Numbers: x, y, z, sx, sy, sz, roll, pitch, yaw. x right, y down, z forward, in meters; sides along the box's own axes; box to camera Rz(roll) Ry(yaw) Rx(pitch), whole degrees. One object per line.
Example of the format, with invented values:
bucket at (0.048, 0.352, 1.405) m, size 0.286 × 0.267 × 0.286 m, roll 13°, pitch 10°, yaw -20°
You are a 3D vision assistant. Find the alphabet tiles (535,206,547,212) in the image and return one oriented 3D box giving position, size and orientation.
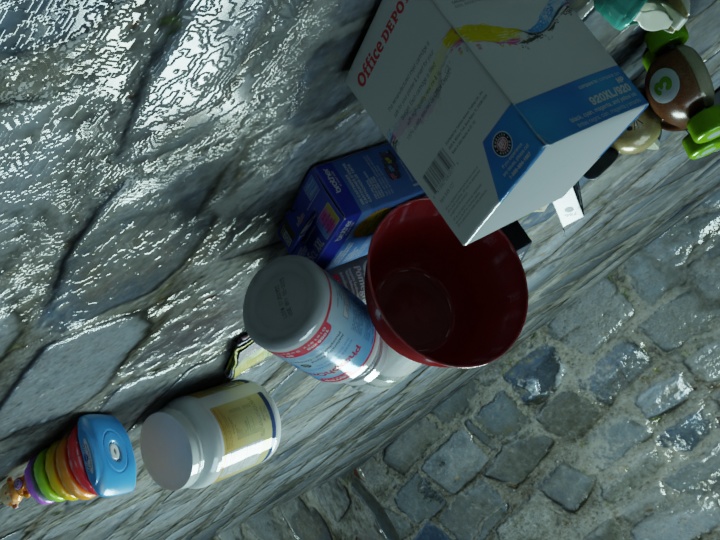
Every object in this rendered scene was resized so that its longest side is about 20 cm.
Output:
alphabet tiles at (0.158, -0.083, 1.275) m, size 0.197 × 0.008 × 0.167 m, roll -4°, pitch 179°, yaw 9°

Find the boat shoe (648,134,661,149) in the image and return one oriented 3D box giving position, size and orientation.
boat shoe at (0.449, -0.255, 1.478) m, size 0.200 × 0.071 × 0.068 m, roll 25°, pitch 85°, yaw -64°

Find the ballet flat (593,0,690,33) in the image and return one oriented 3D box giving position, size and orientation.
ballet flat at (0.340, -0.305, 1.070) m, size 0.199 × 0.071 × 0.067 m, roll -18°, pitch 159°, yaw -44°

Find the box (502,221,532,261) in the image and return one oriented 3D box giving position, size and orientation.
box at (0.186, -0.019, 1.554) m, size 0.147 × 0.105 × 0.200 m, roll -30°, pitch 165°, yaw -12°

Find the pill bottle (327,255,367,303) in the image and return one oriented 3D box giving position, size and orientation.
pill bottle at (0.000, 0.000, 1.234) m, size 0.198 × 0.111 × 0.111 m, roll -25°, pitch 163°, yaw -27°

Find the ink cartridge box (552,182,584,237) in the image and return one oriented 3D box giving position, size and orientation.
ink cartridge box at (0.264, -0.139, 1.236) m, size 0.039 × 0.101 × 0.200 m, roll -12°, pitch 147°, yaw 18°

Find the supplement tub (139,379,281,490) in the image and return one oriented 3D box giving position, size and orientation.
supplement tub at (-0.239, 0.263, 1.484) m, size 0.144 × 0.145 × 0.199 m, roll -43°, pitch 161°, yaw 33°

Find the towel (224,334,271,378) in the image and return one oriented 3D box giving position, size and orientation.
towel at (-0.124, 0.105, 1.468) m, size 0.198 × 0.023 × 0.144 m, roll -25°, pitch 162°, yaw -27°

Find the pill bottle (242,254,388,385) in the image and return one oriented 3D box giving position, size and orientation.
pill bottle at (-0.044, 0.068, 1.075) m, size 0.108 × 0.109 × 0.200 m, roll -35°, pitch 146°, yaw 10°

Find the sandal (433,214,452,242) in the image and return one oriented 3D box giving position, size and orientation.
sandal at (0.112, -0.055, 1.142) m, size 0.080 × 0.057 × 0.201 m, roll -50°, pitch 175°, yaw -29°

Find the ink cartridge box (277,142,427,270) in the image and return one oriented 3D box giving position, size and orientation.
ink cartridge box at (-0.008, -0.071, 1.076) m, size 0.198 × 0.077 × 0.137 m, roll -21°, pitch 160°, yaw -33°

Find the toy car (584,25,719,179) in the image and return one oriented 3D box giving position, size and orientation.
toy car at (0.380, -0.217, 1.277) m, size 0.198 × 0.166 × 0.158 m, roll -24°, pitch 166°, yaw 11°

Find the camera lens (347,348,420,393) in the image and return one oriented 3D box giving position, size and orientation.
camera lens at (0.048, 0.090, 1.506) m, size 0.159 × 0.161 × 0.200 m, roll -19°, pitch 159°, yaw -41°

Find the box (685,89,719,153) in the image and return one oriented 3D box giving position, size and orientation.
box at (0.733, -0.319, 1.786) m, size 0.200 × 0.079 × 0.141 m, roll -41°, pitch 165°, yaw 28°

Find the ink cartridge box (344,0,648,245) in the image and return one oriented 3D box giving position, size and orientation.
ink cartridge box at (0.112, -0.160, 0.813) m, size 0.144 × 0.201 × 0.148 m, roll -24°, pitch 162°, yaw -34°

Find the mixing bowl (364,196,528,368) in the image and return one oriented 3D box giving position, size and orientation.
mixing bowl at (0.082, 0.029, 1.065) m, size 0.198 × 0.202 × 0.108 m, roll -24°, pitch 169°, yaw -28°

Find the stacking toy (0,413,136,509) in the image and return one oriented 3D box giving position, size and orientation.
stacking toy at (-0.429, 0.287, 1.305) m, size 0.198 × 0.118 × 0.110 m, roll -22°, pitch 166°, yaw 12°
